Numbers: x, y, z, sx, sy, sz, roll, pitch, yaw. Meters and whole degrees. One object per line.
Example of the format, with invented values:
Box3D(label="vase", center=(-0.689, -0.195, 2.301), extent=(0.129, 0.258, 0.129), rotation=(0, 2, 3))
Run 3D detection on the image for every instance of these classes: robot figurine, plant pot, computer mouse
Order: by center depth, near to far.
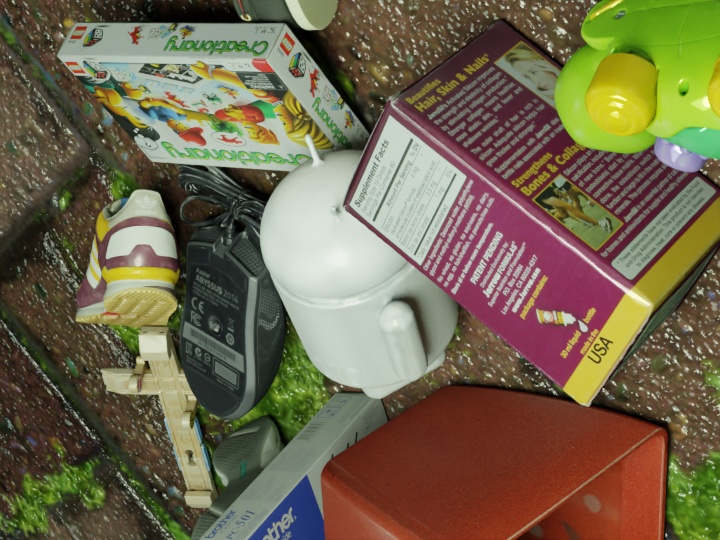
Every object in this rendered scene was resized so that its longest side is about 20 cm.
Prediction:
Box3D(label="robot figurine", center=(0.000, 0.000, 1.266), extent=(0.170, 0.112, 0.201), rotation=(52, 170, 42))
Box3D(label="plant pot", center=(0.081, 0.193, 1.313), extent=(0.176, 0.199, 0.201), rotation=(29, 135, 39))
Box3D(label="computer mouse", center=(-0.086, 0.020, 1.427), extent=(0.138, 0.052, 0.202), rotation=(32, 126, 33))

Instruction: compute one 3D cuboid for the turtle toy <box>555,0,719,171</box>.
Box3D(label="turtle toy", center=(0.188, -0.113, 1.036), extent=(0.199, 0.146, 0.101), rotation=(-1, 139, 42))

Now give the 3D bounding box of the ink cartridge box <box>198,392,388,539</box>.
Box3D(label="ink cartridge box", center=(-0.037, 0.181, 1.382), extent=(0.044, 0.200, 0.095), rotation=(-2, 117, 34))

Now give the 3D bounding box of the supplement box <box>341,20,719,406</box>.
Box3D(label="supplement box", center=(0.110, -0.038, 1.156), extent=(0.200, 0.131, 0.104), rotation=(40, 137, 12))

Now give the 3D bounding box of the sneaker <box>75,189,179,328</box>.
Box3D(label="sneaker", center=(-0.177, -0.007, 1.467), extent=(0.200, 0.074, 0.091), rotation=(156, 117, -69))

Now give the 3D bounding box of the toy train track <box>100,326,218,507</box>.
Box3D(label="toy train track", center=(-0.149, 0.130, 1.542), extent=(0.113, 0.033, 0.201), rotation=(0, 132, 13))

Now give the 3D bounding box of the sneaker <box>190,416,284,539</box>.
Box3D(label="sneaker", center=(-0.076, 0.191, 1.450), extent=(0.070, 0.201, 0.081), rotation=(-27, 110, 17))

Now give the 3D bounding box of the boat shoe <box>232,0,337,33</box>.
Box3D(label="boat shoe", center=(-0.073, -0.245, 1.209), extent=(0.063, 0.074, 0.203), rotation=(2, 124, 30))

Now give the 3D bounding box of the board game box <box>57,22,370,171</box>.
Box3D(label="board game box", center=(-0.102, -0.121, 1.314), extent=(0.199, 0.035, 0.126), rotation=(6, 150, 38))
